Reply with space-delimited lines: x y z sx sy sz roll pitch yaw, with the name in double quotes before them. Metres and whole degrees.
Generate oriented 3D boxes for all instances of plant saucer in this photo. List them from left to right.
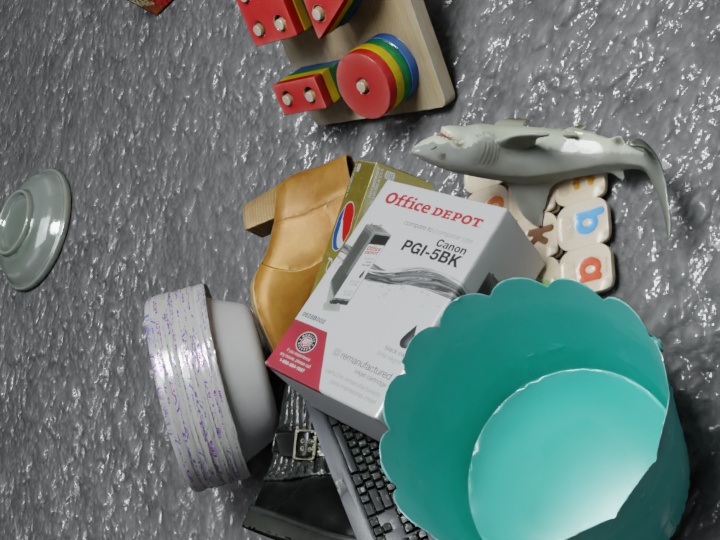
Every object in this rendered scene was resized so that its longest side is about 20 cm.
"plant saucer" -0.530 -0.070 1.539 0.199 0.050 0.202 -19 63 42

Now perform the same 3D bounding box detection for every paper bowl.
"paper bowl" -0.144 0.113 0.987 0.103 0.202 0.202 -14 55 -7

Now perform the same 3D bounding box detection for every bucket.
"bucket" 0.129 0.119 0.684 0.205 0.135 0.209 -16 54 22

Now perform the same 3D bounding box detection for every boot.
"boot" -0.041 -0.009 0.998 0.143 0.071 0.203 -20 75 24
"boot" -0.007 0.181 0.881 0.209 0.079 0.159 8 67 33

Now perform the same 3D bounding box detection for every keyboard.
"keyboard" 0.038 0.161 0.826 0.126 0.021 0.201 -20 56 -8

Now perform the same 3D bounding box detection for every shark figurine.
"shark figurine" 0.162 -0.076 0.798 0.213 0.128 0.091 11 109 30

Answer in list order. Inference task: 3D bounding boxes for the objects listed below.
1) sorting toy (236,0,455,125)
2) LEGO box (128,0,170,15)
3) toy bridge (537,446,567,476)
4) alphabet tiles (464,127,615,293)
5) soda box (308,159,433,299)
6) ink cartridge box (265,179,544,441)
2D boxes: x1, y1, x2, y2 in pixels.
"sorting toy" -0.028 -0.239 0.973 0.198 0.202 0.069 1 31 46
"LEGO box" -0.292 -0.507 1.430 0.148 0.077 0.202 -30 56 35
"toy bridge" 0.141 0.169 0.767 0.068 0.027 0.200 -56 45 16
"alphabet tiles" 0.134 -0.021 0.854 0.194 0.015 0.202 -18 63 42
"soda box" 0.000 0.000 0.932 0.068 0.063 0.202 -154 82 -71
"ink cartridge box" 0.037 0.035 0.812 0.146 0.083 0.201 18 69 45
